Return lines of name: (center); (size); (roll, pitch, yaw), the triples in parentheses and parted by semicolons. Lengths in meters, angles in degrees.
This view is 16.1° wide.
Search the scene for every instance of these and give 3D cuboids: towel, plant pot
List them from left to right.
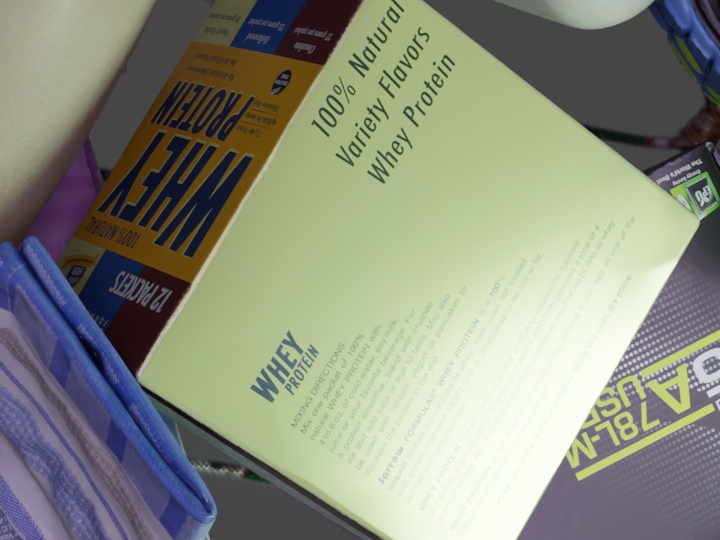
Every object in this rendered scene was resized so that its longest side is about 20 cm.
plant pot: (-0.183, -0.084, 1.065); (0.187, 0.187, 0.201); (15, 106, -6)
towel: (-0.125, 0.080, 1.084); (0.024, 0.200, 0.147); (-31, 78, -26)

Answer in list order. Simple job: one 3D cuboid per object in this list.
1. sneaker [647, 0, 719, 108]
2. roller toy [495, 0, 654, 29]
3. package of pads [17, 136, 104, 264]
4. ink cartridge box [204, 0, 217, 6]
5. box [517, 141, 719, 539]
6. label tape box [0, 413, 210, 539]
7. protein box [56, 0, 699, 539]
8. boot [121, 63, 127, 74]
sneaker: (0.178, -0.148, 1.244); (0.083, 0.071, 0.200); (-31, 93, -2)
roller toy: (0.090, -0.203, 1.114); (0.139, 0.200, 0.183); (23, 72, 25)
package of pads: (-0.213, -0.005, 1.186); (0.199, 0.076, 0.121); (-16, 54, -6)
ink cartridge box: (-0.060, -0.241, 1.178); (0.146, 0.083, 0.200); (35, 87, 36)
box: (0.127, 0.065, 1.258); (0.199, 0.048, 0.194); (-26, 91, -4)
label tape box: (-0.142, 0.137, 1.200); (0.143, 0.066, 0.201); (-16, 78, -6)
protein box: (0.000, 0.000, 1.120); (0.200, 0.135, 0.199); (35, 82, -29)
boot: (-0.205, -0.141, 1.208); (0.199, 0.075, 0.108); (9, 83, -8)
